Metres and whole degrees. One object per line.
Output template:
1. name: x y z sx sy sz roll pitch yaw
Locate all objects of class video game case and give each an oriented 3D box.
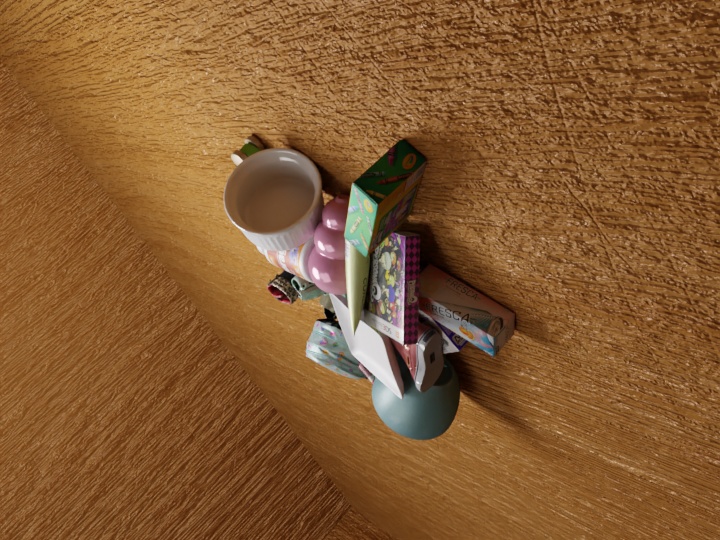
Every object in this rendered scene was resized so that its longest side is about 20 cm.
1. video game case: 0.056 0.020 1.502 0.181 0.036 0.202 -155 63 -64

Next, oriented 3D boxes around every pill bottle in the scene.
1. pill bottle: -0.141 -0.050 1.760 0.199 0.112 0.113 21 148 46

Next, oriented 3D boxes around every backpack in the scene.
1. backpack: -0.036 0.197 2.002 0.199 0.127 0.167 26 164 -26

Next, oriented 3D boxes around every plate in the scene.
1. plate: 0.021 0.152 1.697 0.199 0.032 0.201 37 154 45

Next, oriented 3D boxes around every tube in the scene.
1. tube: -0.005 0.022 1.549 0.052 0.058 0.202 22 117 43

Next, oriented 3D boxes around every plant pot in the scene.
1. plant pot: 0.138 0.251 1.765 0.200 0.200 0.135 41 139 16

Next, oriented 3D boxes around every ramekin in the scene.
1. ramekin: -0.167 -0.137 1.618 0.200 0.201 0.098 37 165 25

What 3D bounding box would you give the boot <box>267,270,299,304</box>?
1. boot: -0.164 -0.002 1.920 0.199 0.151 0.073 24 151 46

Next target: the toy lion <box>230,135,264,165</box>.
1. toy lion: -0.190 -0.181 1.783 0.191 0.069 0.200 35 157 13

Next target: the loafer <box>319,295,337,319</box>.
1. loafer: -0.060 0.069 1.963 0.075 0.070 0.200 39 159 20

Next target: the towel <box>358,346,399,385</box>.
1. towel: 0.108 0.262 1.850 0.200 0.143 0.023 48 140 22

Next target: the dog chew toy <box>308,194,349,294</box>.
1. dog chew toy: -0.040 -0.054 1.600 0.124 0.124 0.201 30 128 37

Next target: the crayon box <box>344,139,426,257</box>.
1. crayon box: 0.038 -0.116 1.346 0.058 0.119 0.200 42 159 12

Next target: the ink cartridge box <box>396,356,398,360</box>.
1. ink cartridge box: 0.013 0.134 1.824 0.146 0.048 0.200 51 -176 -14

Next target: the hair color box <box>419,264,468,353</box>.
1. hair color box: 0.129 0.072 1.599 0.200 0.065 0.109 51 159 -6

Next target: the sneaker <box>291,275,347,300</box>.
1. sneaker: -0.066 0.051 1.762 0.200 0.118 0.074 33 148 39

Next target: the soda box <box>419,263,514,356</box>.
1. soda box: 0.183 0.070 1.466 0.199 0.068 0.064 31 152 31

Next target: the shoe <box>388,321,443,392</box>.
1. shoe: 0.113 0.163 1.619 0.091 0.071 0.201 38 154 29
